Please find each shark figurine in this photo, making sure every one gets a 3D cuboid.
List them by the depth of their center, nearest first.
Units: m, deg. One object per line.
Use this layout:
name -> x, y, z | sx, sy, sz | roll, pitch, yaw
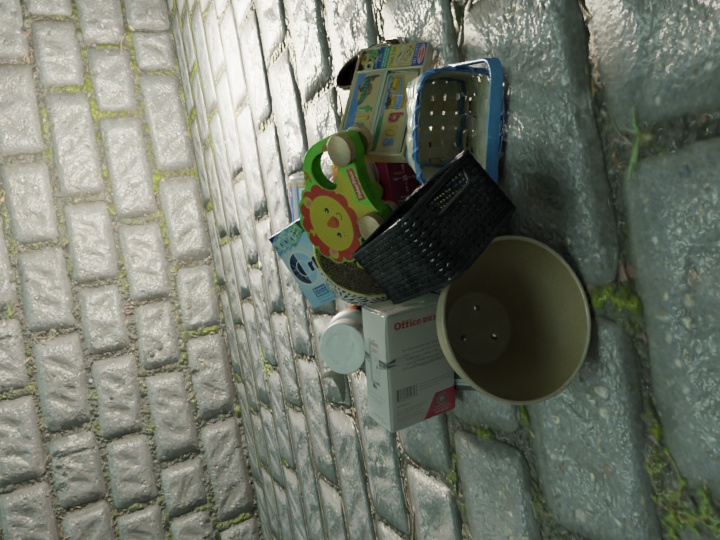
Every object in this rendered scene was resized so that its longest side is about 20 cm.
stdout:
shark figurine -> 0.000, 0.189, 1.239 | 0.089, 0.215, 0.129 | 39, 114, -3

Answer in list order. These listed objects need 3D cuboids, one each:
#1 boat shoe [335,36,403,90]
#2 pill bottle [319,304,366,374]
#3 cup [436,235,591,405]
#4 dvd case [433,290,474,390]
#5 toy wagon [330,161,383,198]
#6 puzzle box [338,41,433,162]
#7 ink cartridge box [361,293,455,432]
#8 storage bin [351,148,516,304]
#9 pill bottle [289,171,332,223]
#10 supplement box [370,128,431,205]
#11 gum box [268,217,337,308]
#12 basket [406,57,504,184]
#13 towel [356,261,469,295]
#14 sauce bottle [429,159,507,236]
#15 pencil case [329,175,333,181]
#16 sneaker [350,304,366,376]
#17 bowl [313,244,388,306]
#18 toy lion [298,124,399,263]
boat shoe -> 0.016, -0.380, 1.031 | 0.199, 0.058, 0.074 | 4, 103, 64
pill bottle -> -0.003, 0.122, 1.057 | 0.200, 0.106, 0.113 | -26, -63, -71
cup -> 0.181, 0.072, 0.737 | 0.143, 0.195, 0.206 | 130, 126, -75
dvd case -> 0.157, 0.108, 0.972 | 0.148, 0.016, 0.206 | -21, 81, 64
toy wagon -> -0.012, -0.150, 0.965 | 0.155, 0.039, 0.205 | 45, 139, 51
puzzle box -> 0.037, -0.272, 0.893 | 0.130, 0.025, 0.206 | 6, 75, 29
ink cartridge box -> 0.086, 0.151, 0.952 | 0.082, 0.143, 0.206 | 17, 114, 58
storage bin -> 0.085, -0.047, 0.699 | 0.094, 0.135, 0.200 | 47, 159, -6
pill bottle -> -0.112, -0.130, 1.333 | 0.111, 0.109, 0.206 | 27, 124, 58
supplement box -> 0.066, -0.135, 0.972 | 0.130, 0.101, 0.206 | -16, 86, 64
gum box -> -0.101, -0.026, 1.275 | 0.168, 0.045, 0.203 | -23, 103, 42
basket -> 0.136, -0.196, 0.749 | 0.201, 0.135, 0.181 | -118, 25, -64
towel -> 0.096, 0.010, 0.888 | 0.198, 0.141, 0.023 | 16, 92, 52
sauce bottle -> 0.150, -0.110, 0.853 | 0.202, 0.063, 0.066 | 62, 149, 36
pencil case -> 0.003, -0.160, 1.121 | 0.199, 0.086, 0.079 | 25, 147, 61
sneaker -> 0.034, 0.127, 1.198 | 0.081, 0.072, 0.206 | -17, 84, 40
bowl -> 0.000, 0.000, 1.048 | 0.203, 0.196, 0.095 | 60, 148, 33
toy lion -> -0.036, -0.111, 0.897 | 0.189, 0.068, 0.204 | -8, 111, 44
